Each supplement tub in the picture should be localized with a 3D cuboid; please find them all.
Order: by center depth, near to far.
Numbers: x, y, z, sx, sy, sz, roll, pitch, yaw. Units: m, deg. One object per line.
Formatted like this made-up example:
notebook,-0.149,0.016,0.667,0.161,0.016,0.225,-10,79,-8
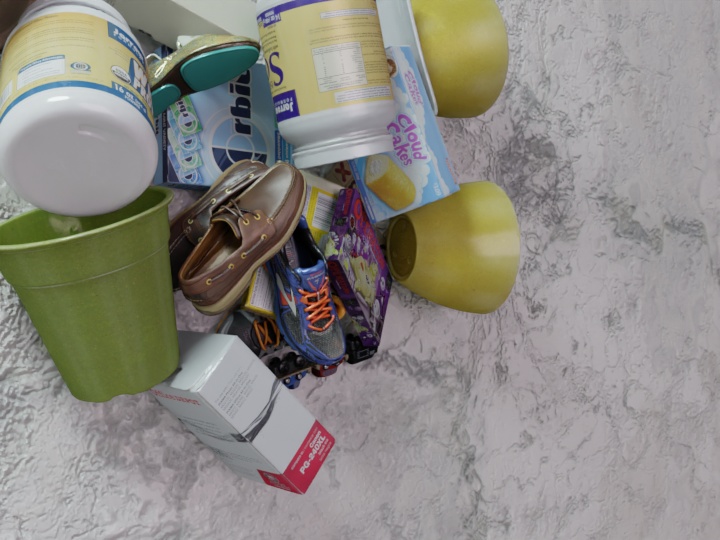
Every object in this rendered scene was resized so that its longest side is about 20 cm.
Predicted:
supplement tub,-0.281,-0.169,0.770,0.144,0.145,0.201,17,40,-37
supplement tub,-0.037,-0.230,0.916,0.145,0.145,0.202,-17,100,-38

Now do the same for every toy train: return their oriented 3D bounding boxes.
toy train,-0.051,0.126,1.082,0.199,0.034,0.046,-14,107,-40

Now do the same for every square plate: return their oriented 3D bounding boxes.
square plate,-0.005,-0.284,1.061,0.028,0.198,0.200,-32,109,-63

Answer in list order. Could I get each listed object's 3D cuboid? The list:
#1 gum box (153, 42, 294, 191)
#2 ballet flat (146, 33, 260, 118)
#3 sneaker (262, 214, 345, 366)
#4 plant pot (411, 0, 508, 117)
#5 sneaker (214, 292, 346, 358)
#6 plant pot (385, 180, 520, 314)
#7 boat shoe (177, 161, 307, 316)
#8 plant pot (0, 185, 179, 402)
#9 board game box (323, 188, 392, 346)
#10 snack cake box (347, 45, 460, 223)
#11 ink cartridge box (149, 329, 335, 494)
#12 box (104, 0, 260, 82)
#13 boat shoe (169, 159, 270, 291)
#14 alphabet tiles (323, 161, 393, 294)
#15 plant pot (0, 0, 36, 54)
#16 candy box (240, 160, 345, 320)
gum box,-0.167,-0.186,1.003,0.199,0.044,0.172,1,86,-39
ballet flat,-0.214,-0.233,0.898,0.199,0.071,0.071,-30,108,1
sneaker,-0.068,0.021,0.927,0.075,0.078,0.202,-25,91,-31
plant pot,0.096,-0.314,1.131,0.141,0.199,0.202,-18,97,-29
sneaker,-0.104,0.068,1.014,0.199,0.077,0.079,-27,105,-36
plant pot,0.121,-0.034,1.145,0.141,0.200,0.202,-1,87,-25
boat shoe,-0.131,-0.045,0.869,0.201,0.072,0.068,-55,149,-14
plant pot,-0.276,0.030,0.825,0.199,0.199,0.192,-25,114,-37
board game box,0.000,0.000,1.054,0.201,0.032,0.121,65,26,-49
snack cake box,0.039,-0.177,1.014,0.067,0.114,0.202,-29,100,-60
ink cartridge box,-0.147,0.166,0.919,0.200,0.145,0.084,53,58,-28
box,-0.217,-0.316,0.923,0.199,0.068,0.083,26,48,-24
boat shoe,-0.177,-0.053,0.937,0.201,0.070,0.070,-53,130,-7
alphabet tiles,-0.012,-0.063,1.143,0.167,0.008,0.201,50,58,-25
plant pot,-0.395,-0.319,0.747,0.199,0.174,0.203,3,86,-38
candy box,-0.084,-0.032,0.992,0.101,0.026,0.202,19,69,-22
